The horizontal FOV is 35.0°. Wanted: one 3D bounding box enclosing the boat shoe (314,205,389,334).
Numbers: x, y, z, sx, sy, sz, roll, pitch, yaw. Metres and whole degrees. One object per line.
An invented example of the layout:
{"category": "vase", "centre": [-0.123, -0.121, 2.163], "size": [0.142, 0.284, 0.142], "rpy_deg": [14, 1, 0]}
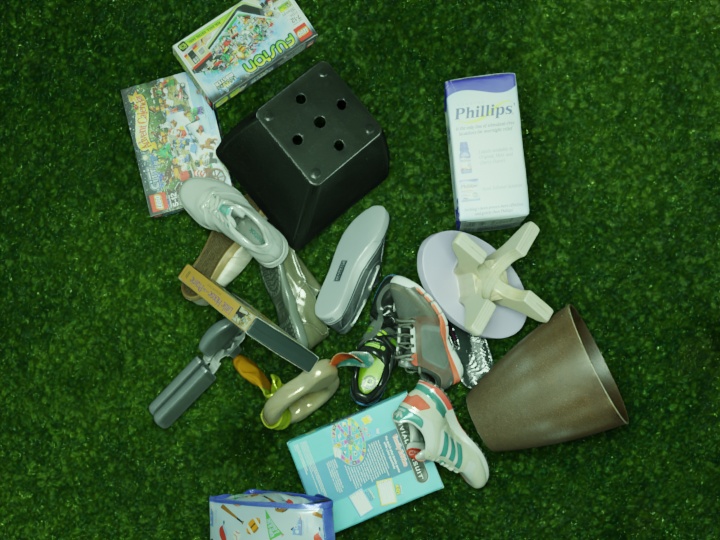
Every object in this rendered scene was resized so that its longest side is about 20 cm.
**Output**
{"category": "boat shoe", "centre": [0.000, 0.000, 1.730], "size": [0.071, 0.068, 0.203], "rpy_deg": [3, 62, 43]}

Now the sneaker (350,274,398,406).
{"category": "sneaker", "centre": [0.035, 0.107, 1.714], "size": [0.070, 0.083, 0.203], "rpy_deg": [18, 88, 3]}

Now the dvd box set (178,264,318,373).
{"category": "dvd box set", "centre": [-0.162, 0.068, 1.644], "size": [0.030, 0.146, 0.199], "rpy_deg": [-55, 42, -2]}

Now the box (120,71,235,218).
{"category": "box", "centre": [-0.279, -0.196, 1.761], "size": [0.134, 0.038, 0.204], "rpy_deg": [-15, 87, 1]}

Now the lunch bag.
{"category": "lunch bag", "centre": [-0.115, 0.411, 1.659], "size": [0.197, 0.123, 0.174], "rpy_deg": [-5, 87, 37]}

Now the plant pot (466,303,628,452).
{"category": "plant pot", "centre": [0.261, 0.179, 1.670], "size": [0.198, 0.187, 0.189], "rpy_deg": [-28, 87, 15]}

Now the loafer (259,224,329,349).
{"category": "loafer", "centre": [-0.100, 0.026, 1.737], "size": [0.069, 0.075, 0.204], "rpy_deg": [-13, 86, -29]}

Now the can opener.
{"category": "can opener", "centre": [-0.250, 0.149, 1.733], "size": [0.201, 0.053, 0.066], "rpy_deg": [-49, 126, 3]}

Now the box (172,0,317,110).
{"category": "box", "centre": [-0.175, -0.346, 1.745], "size": [0.199, 0.035, 0.111], "rpy_deg": [-36, 87, -13]}

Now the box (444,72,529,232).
{"category": "box", "centre": [0.181, -0.167, 1.672], "size": [0.103, 0.184, 0.204], "rpy_deg": [-5, 87, 3]}

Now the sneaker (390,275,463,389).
{"category": "sneaker", "centre": [0.085, 0.104, 1.678], "size": [0.082, 0.077, 0.202], "rpy_deg": [-37, 114, -23]}

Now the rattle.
{"category": "rattle", "centre": [-0.084, 0.133, 1.688], "size": [0.201, 0.128, 0.144], "rpy_deg": [-51, 47, 35]}

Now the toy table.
{"category": "toy table", "centre": [0.186, 0.016, 1.657], "size": [0.198, 0.117, 0.187], "rpy_deg": [26, 76, -19]}

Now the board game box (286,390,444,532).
{"category": "board game box", "centre": [0.008, 0.291, 1.725], "size": [0.197, 0.047, 0.153], "rpy_deg": [-22, 87, 1]}

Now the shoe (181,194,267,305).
{"category": "shoe", "centre": [-0.200, -0.033, 1.749], "size": [0.069, 0.053, 0.201], "rpy_deg": [31, 82, 38]}

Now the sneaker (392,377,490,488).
{"category": "sneaker", "centre": [0.113, 0.259, 1.677], "size": [0.093, 0.070, 0.201], "rpy_deg": [-41, 116, -21]}

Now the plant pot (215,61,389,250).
{"category": "plant pot", "centre": [-0.073, -0.184, 1.660], "size": [0.199, 0.178, 0.200], "rpy_deg": [-39, 86, -16]}

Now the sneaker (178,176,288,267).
{"category": "sneaker", "centre": [-0.193, -0.084, 1.677], "size": [0.198, 0.088, 0.076], "rpy_deg": [33, 86, 18]}

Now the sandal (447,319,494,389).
{"category": "sandal", "centre": [0.156, 0.080, 1.728], "size": [0.074, 0.048, 0.204], "rpy_deg": [-22, 87, 1]}
